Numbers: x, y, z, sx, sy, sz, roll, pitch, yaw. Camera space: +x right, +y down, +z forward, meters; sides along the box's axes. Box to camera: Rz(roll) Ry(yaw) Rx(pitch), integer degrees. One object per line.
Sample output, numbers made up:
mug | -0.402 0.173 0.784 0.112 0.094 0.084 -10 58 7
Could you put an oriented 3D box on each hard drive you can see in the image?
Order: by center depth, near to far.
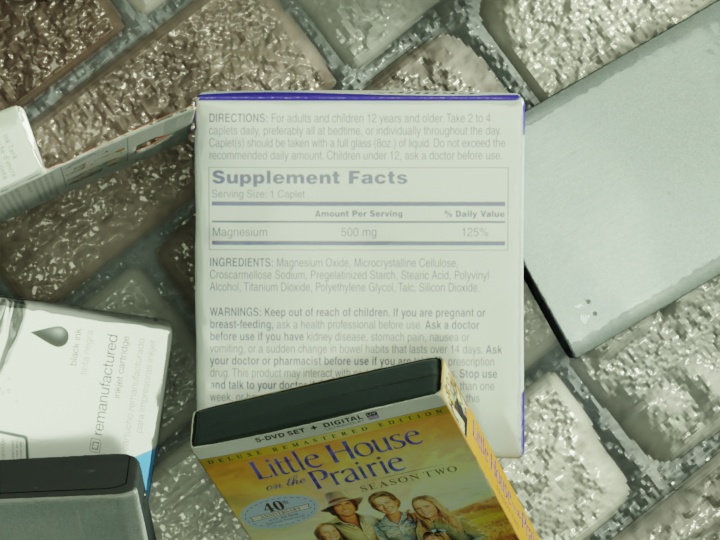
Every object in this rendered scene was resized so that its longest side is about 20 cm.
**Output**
hard drive | -0.175 0.184 1.450 0.138 0.033 0.201 -4 131 4
hard drive | 0.176 -0.059 1.565 0.199 0.033 0.140 -30 92 -6

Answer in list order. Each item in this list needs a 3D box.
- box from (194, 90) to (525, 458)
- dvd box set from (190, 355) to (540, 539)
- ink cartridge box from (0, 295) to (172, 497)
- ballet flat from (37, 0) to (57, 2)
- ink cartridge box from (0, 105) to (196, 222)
box | 0.000 0.000 1.493 0.182 0.105 0.202 0 95 2
dvd box set | 0.011 0.132 1.462 0.145 0.030 0.201 -13 135 16
ink cartridge box | -0.214 0.087 1.499 0.198 0.086 0.148 8 89 -7
ballet flat | -0.198 -0.250 1.506 0.046 0.067 0.201 -2 110 18
ink cartridge box | -0.178 -0.062 1.447 0.173 0.200 0.044 -25 90 -6
